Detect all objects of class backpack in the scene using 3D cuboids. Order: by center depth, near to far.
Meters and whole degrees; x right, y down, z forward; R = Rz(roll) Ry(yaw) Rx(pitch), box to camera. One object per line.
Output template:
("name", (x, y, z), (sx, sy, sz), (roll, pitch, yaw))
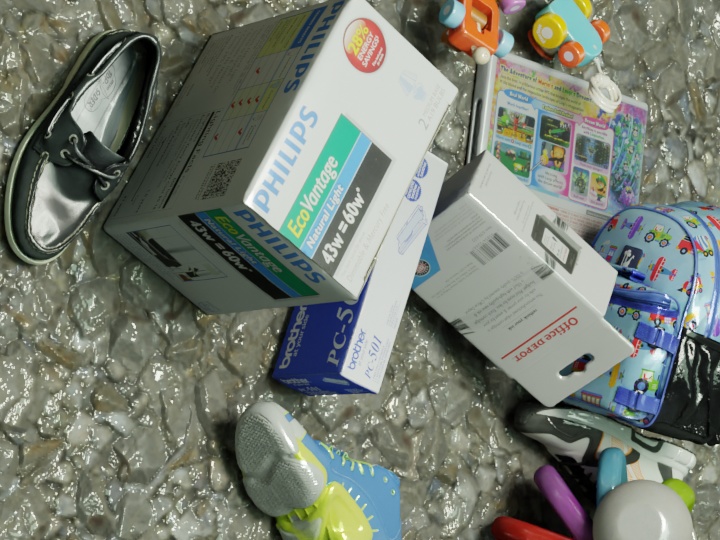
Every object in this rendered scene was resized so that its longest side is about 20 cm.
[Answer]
("backpack", (0.253, 0.032, 1.821), (0.134, 0.182, 0.201), (15, 94, -35))

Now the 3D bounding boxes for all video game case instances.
("video game case", (0.176, -0.087, 1.892), (0.199, 0.024, 0.184), (15, 77, -35))

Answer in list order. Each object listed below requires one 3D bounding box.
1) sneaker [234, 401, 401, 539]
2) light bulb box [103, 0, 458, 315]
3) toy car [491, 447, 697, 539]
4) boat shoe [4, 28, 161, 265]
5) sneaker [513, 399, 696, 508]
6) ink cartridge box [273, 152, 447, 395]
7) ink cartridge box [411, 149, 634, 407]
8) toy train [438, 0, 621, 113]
("sneaker", (-0.028, 0.171, 1.689), (0.105, 0.075, 0.201), (-48, 122, -43))
("light bulb box", (-0.061, -0.084, 1.594), (0.125, 0.199, 0.199), (40, 64, -28))
("toy car", (0.192, 0.237, 1.800), (0.200, 0.175, 0.150), (-45, 71, -1))
("boat shoe", (-0.200, -0.096, 1.570), (0.074, 0.066, 0.200), (41, 63, -28))
("sneaker", (0.216, 0.171, 1.871), (0.199, 0.074, 0.081), (24, 84, -29))
("ink cartridge box", (0.000, 0.000, 1.692), (0.044, 0.094, 0.201), (29, 69, -33))
("ink cartridge box", (0.131, 0.010, 1.759), (0.200, 0.116, 0.067), (42, 39, -14))
("toy train", (0.138, -0.206, 1.834), (0.199, 0.056, 0.151), (24, 50, -33))
